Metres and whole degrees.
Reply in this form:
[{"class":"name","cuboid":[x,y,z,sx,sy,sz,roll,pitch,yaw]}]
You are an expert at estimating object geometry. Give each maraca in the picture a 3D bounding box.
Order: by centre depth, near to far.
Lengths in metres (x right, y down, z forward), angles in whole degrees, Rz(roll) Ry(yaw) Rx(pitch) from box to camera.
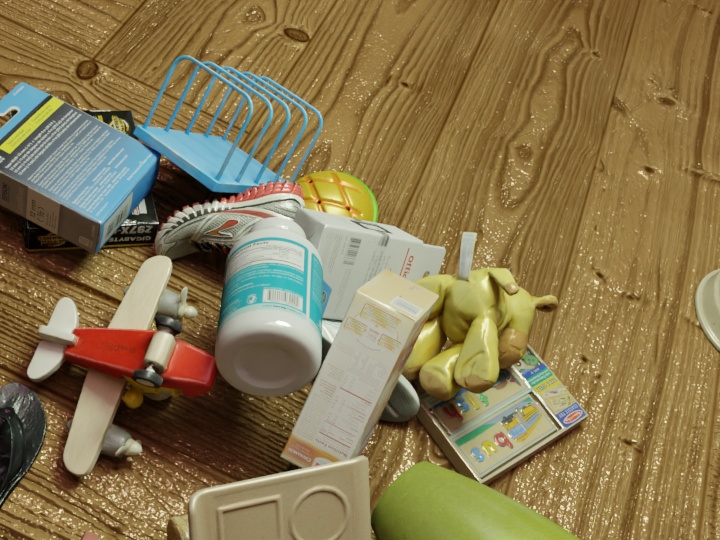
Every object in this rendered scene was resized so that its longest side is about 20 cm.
[{"class":"maraca","cuboid":[-0.064,-0.048,1.313,0.137,0.107,0.200,34,69,21]}]

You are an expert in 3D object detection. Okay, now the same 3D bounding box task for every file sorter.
[{"class":"file sorter","cuboid":[-0.158,-0.184,1.301,0.139,0.123,0.200,36,15,19]}]

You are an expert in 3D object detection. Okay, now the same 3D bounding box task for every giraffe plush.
[{"class":"giraffe plush","cuboid":[0.151,0.063,1.261,0.172,0.201,0.162,27,8,38]}]

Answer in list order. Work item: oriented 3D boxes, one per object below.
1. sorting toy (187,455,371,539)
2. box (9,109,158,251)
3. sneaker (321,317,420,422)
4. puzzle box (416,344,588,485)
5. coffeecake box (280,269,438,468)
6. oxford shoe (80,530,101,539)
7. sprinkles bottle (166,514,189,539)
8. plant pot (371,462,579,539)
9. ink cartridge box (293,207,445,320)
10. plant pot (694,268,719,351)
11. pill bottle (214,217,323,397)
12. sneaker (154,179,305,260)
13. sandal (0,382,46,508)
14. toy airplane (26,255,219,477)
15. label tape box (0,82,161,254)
[{"class":"sorting toy","cuboid":[-0.078,0.289,1.023,0.199,0.186,0.036,-8,13,-28]},{"class":"box","cuboid":[-0.355,-0.119,1.295,0.159,0.049,0.200,-4,55,-26]},{"class":"sneaker","cuboid":[-0.006,0.104,1.237,0.200,0.071,0.080,37,29,2]},{"class":"puzzle box","cuboid":[0.176,0.177,1.274,0.200,0.025,0.133,-24,65,-34]},{"class":"coffeecake box","cuboid":[0.002,0.112,1.111,0.073,0.201,0.154,27,13,8]},{"class":"oxford shoe","cuboid":[-0.258,0.345,0.955,0.075,0.071,0.200,20,50,-11]},{"class":"sprinkles bottle","cuboid":[-0.101,0.266,1.075,0.199,0.068,0.068,-12,59,-27]},{"class":"plant pot","cuboid":[0.111,0.299,1.060,0.187,0.188,0.200,-29,55,-35]},{"class":"ink cartridge box","cuboid":[0.000,0.000,1.261,0.200,0.116,0.067,9,15,-40]},{"class":"plant pot","cuboid":[0.614,0.025,1.451,0.200,0.184,0.201,10,51,-12]},{"class":"pill bottle","cuboid":[-0.095,0.031,1.102,0.110,0.111,0.200,12,40,-11]},{"class":"sneaker","cuboid":[-0.161,-0.046,1.252,0.199,0.078,0.082,-17,76,11]},{"class":"sandal","cuboid":[-0.377,0.197,1.039,0.075,0.048,0.201,18,50,-6]},{"class":"toy airplane","cuboid":[-0.258,0.103,1.118,0.200,0.141,0.199,-35,54,1]},{"class":"label tape box","cuboid":[-0.363,-0.126,1.224,0.199,0.066,0.143,26,48,3]}]
